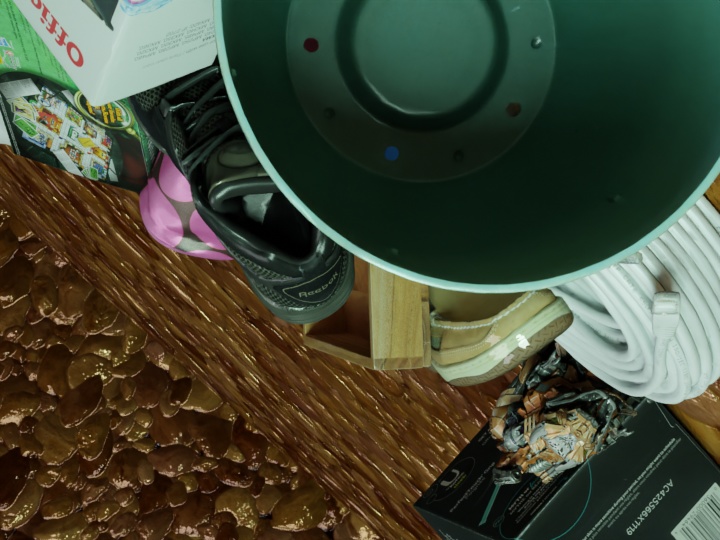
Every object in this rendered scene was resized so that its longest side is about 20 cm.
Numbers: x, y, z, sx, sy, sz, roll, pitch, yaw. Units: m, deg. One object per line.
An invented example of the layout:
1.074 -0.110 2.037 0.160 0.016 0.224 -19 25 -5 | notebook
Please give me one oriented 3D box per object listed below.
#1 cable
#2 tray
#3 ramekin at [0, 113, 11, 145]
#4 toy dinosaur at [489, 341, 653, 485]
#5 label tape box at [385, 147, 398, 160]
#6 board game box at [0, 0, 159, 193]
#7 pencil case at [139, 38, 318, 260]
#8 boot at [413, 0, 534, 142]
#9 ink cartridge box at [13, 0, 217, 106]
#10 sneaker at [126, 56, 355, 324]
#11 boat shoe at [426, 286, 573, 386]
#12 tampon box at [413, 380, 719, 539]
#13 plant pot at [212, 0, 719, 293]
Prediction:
0.124 -0.013 0.960 0.200 0.069 0.200 38 167 31 | cable
0.000 0.000 1.027 0.200 0.037 0.100 -173 81 -76 | tray
-0.220 -0.194 1.197 0.200 0.201 0.098 45 160 -3 | ramekin
0.122 0.082 1.122 0.102 0.136 0.200 48 167 -23 | toy dinosaur
0.049 -0.032 1.151 0.144 0.063 0.200 35 165 38 | label tape box
-0.180 -0.115 1.080 0.104 0.024 0.200 20 155 9 | board game box
-0.060 -0.089 1.067 0.093 0.091 0.200 12 140 -24 | pencil case
0.038 -0.061 0.866 0.131 0.068 0.200 55 163 -10 | boot
-0.111 -0.198 0.829 0.146 0.083 0.200 51 142 15 | ink cartridge box
-0.069 -0.073 0.930 0.200 0.076 0.114 60 172 17 | sneaker
0.055 0.016 0.976 0.077 0.071 0.200 61 166 -4 | boat shoe
0.158 0.173 1.278 0.126 0.150 0.200 47 168 -13 | tampon box
0.038 -0.096 0.688 0.201 0.201 0.161 45 177 -7 | plant pot
